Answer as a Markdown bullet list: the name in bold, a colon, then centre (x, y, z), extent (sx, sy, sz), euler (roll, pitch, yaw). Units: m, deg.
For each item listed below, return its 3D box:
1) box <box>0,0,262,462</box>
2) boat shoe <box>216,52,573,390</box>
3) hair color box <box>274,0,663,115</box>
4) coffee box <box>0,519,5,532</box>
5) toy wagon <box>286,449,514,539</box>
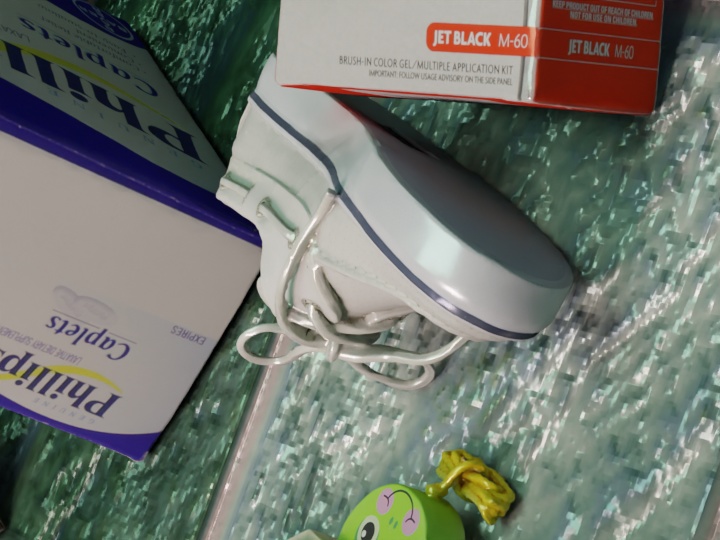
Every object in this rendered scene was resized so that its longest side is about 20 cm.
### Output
- **box**: centre (-0.155, -0.047, 1.015), extent (0.105, 0.184, 0.200), euler (-56, 34, 15)
- **boat shoe**: centre (-0.004, -0.002, 0.867), extent (0.086, 0.075, 0.202), euler (-61, 30, 9)
- **hair color box**: centre (0.038, -0.151, 0.836), extent (0.111, 0.064, 0.200), euler (7, 93, 44)
- **coffee box**: centre (-0.253, 0.129, 1.055), extent (0.200, 0.080, 0.114), euler (-42, 22, -29)
- **toy wagon**: centre (-0.020, 0.141, 0.833), extent (0.200, 0.040, 0.155), euler (-63, 33, 7)
